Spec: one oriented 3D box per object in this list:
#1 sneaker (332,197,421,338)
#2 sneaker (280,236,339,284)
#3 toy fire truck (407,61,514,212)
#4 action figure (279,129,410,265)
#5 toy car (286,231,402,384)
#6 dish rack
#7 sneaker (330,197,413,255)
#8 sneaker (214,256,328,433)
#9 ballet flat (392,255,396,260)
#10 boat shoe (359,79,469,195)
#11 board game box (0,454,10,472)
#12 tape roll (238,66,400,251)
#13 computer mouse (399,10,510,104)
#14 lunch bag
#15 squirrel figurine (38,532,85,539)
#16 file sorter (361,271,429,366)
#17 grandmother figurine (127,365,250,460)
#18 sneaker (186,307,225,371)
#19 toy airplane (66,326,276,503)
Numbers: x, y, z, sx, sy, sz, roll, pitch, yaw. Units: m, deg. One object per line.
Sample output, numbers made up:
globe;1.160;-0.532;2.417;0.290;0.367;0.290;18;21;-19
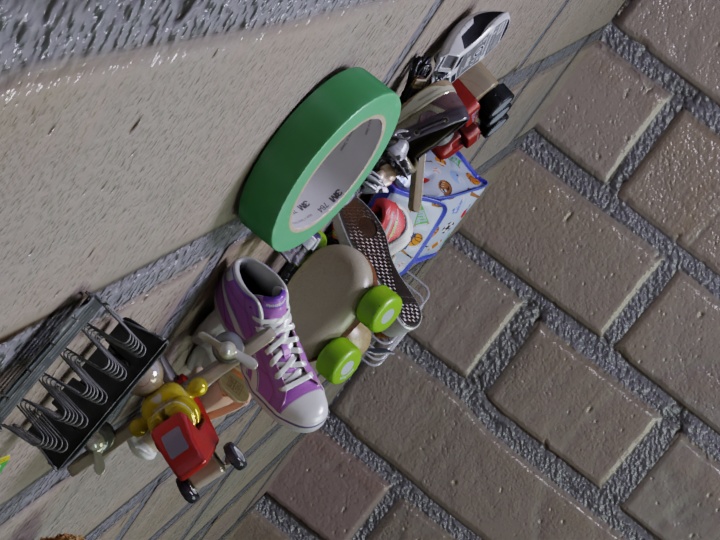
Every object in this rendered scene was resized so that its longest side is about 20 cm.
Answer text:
sneaker;0.000;0.000;1.915;0.073;0.200;0.085;-22;176;-44
sneaker;-0.097;0.036;1.960;0.200;0.076;0.088;-55;-163;-2
toy fire truck;0.110;-0.181;1.970;0.200;0.129;0.176;-40;173;-4
action figure;-0.020;-0.090;1.631;0.200;0.069;0.130;-42;-169;-2
toy car;-0.022;0.057;1.841;0.158;0.164;0.200;-52;154;2
dish rack;-0.243;0.093;1.241;0.154;0.055;0.200;-52;173;-8
sneaker;-0.024;-0.034;2.037;0.200;0.077;0.085;-38;132;7
sneaker;-0.093;0.078;1.573;0.073;0.201;0.114;-29;168;-27
ballet flat;-0.029;0.042;2.095;0.200;0.070;0.069;-27;174;3
boat shoe;0.044;-0.143;1.739;0.200;0.065;0.072;-40;158;12
board game box;-0.374;0.233;1.222;0.200;0.030;0.096;-50;174;10
tape roll;-0.040;-0.111;1.473;0.200;0.048;0.201;-47;166;-15
computer mouse;0.109;-0.264;1.793;0.200;0.044;0.110;-41;164;-30
lunch bag;0.068;-0.086;2.150;0.200;0.124;0.170;-18;150;-49
squirrel figurine;-0.381;0.374;1.616;0.187;0.141;0.200;75;38;-69
file sorter;0.035;0.080;2.760;0.139;0.124;0.200;-48;173;-22
grandmother figurine;-0.204;0.167;1.686;0.200;0.061;0.121;-34;-163;36
sneaker;-0.150;0.092;1.725;0.075;0.088;0.200;-47;172;-23
toy airplane;-0.199;0.134;1.518;0.199;0.141;0.200;-8;-141;41
